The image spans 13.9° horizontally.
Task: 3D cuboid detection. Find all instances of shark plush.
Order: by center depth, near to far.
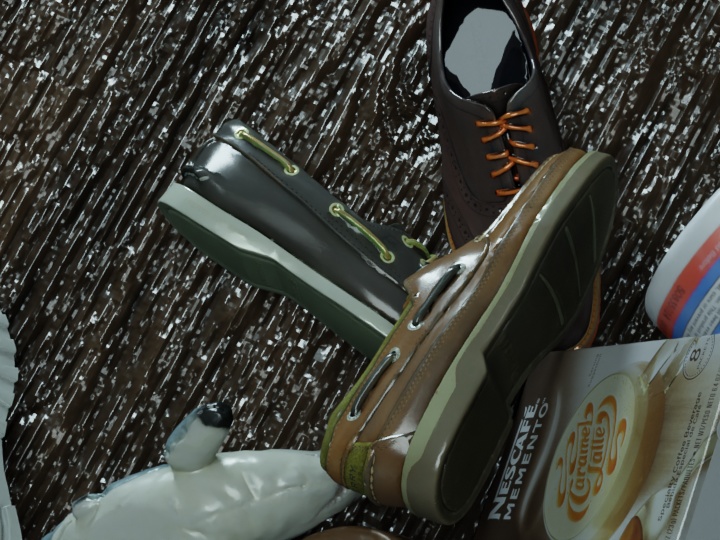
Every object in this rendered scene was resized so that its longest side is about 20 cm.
[{"bbox_3d":[-0.094,0.133,1.392,0.200,0.083,0.091,-31,82,22],"label":"shark plush"}]

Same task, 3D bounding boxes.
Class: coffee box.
[{"bbox_3d":[0.133,0.098,1.299,0.079,0.200,0.115,24,77,-18],"label":"coffee box"}]

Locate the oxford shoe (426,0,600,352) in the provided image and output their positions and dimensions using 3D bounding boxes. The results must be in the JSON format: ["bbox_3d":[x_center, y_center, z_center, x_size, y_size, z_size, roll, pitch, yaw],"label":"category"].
[{"bbox_3d":[0.067,-0.052,1.418,0.071,0.073,0.201,-17,74,4],"label":"oxford shoe"}]

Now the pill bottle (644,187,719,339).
[{"bbox_3d":[0.235,0.044,1.345,0.112,0.112,0.200,-44,72,-4],"label":"pill bottle"}]

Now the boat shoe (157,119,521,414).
[{"bbox_3d":[0.000,0.000,1.414,0.201,0.072,0.061,33,76,10],"label":"boat shoe"}]

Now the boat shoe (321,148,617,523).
[{"bbox_3d":[0.049,0.018,1.329,0.068,0.072,0.200,16,56,27],"label":"boat shoe"}]

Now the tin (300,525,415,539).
[{"bbox_3d":[-0.006,0.217,1.360,0.111,0.042,0.201,-3,74,25],"label":"tin"}]

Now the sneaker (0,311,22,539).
[{"bbox_3d":[-0.211,0.089,1.425,0.076,0.081,0.201,12,54,-25],"label":"sneaker"}]
